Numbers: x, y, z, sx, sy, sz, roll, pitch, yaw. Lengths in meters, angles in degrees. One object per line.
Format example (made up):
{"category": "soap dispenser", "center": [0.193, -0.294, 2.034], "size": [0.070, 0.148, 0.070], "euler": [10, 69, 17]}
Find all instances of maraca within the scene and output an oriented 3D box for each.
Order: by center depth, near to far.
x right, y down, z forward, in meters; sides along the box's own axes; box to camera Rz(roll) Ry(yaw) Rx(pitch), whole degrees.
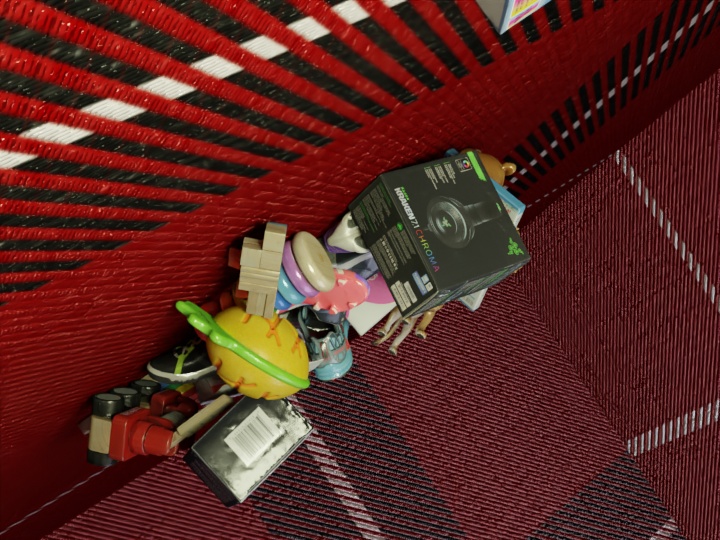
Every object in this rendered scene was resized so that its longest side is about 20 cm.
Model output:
{"category": "maraca", "center": [-0.143, 0.093, 1.431], "size": [0.108, 0.199, 0.137], "euler": [-58, -146, -1]}

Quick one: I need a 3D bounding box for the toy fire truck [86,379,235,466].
{"category": "toy fire truck", "center": [-0.272, 0.217, 1.667], "size": [0.197, 0.131, 0.176], "euler": [10, -173, 16]}

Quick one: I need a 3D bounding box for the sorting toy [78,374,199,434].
{"category": "sorting toy", "center": [-0.326, 0.213, 1.870], "size": [0.199, 0.070, 0.199], "euler": [-35, 174, 7]}

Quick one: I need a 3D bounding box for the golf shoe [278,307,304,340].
{"category": "golf shoe", "center": [-0.161, 0.104, 1.821], "size": [0.199, 0.089, 0.077], "euler": [-27, 178, -39]}

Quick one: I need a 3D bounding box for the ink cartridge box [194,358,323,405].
{"category": "ink cartridge box", "center": [-0.156, 0.149, 1.722], "size": [0.160, 0.051, 0.200], "euler": [-13, 168, -20]}

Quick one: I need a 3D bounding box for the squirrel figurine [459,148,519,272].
{"category": "squirrel figurine", "center": [0.191, -0.088, 1.759], "size": [0.140, 0.202, 0.187], "euler": [-21, 157, -18]}

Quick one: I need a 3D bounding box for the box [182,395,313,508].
{"category": "box", "center": [-0.164, 0.249, 1.655], "size": [0.148, 0.104, 0.200], "euler": [-43, 178, -17]}

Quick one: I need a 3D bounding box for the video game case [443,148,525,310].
{"category": "video game case", "center": [0.150, -0.057, 1.685], "size": [0.018, 0.143, 0.202], "euler": [-27, 149, -41]}

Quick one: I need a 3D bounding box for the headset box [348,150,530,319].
{"category": "headset box", "center": [0.113, -0.052, 1.559], "size": [0.198, 0.176, 0.093], "euler": [-16, 165, -39]}

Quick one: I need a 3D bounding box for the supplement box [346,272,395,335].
{"category": "supplement box", "center": [0.010, 0.020, 1.848], "size": [0.103, 0.102, 0.200], "euler": [-39, -176, 8]}

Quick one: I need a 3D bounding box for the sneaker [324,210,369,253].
{"category": "sneaker", "center": [0.026, -0.074, 1.632], "size": [0.198, 0.082, 0.083], "euler": [-19, -178, -40]}

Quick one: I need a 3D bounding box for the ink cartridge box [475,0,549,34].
{"category": "ink cartridge box", "center": [0.162, -0.265, 0.796], "size": [0.199, 0.077, 0.136], "euler": [-36, 174, -1]}

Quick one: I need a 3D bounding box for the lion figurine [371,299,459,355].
{"category": "lion figurine", "center": [0.089, 0.055, 1.832], "size": [0.199, 0.072, 0.123], "euler": [-24, -147, 57]}

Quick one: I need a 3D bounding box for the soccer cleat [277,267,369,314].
{"category": "soccer cleat", "center": [-0.066, 0.019, 1.589], "size": [0.198, 0.067, 0.077], "euler": [-9, -150, 36]}

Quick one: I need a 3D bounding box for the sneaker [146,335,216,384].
{"category": "sneaker", "center": [-0.218, 0.103, 1.683], "size": [0.197, 0.084, 0.072], "euler": [-13, -158, -13]}

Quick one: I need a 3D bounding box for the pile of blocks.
{"category": "pile of blocks", "center": [-0.122, -0.015, 1.344], "size": [0.061, 0.083, 0.201], "euler": [10, 155, -4]}

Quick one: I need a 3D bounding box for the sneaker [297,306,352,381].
{"category": "sneaker", "center": [-0.057, 0.074, 1.782], "size": [0.078, 0.096, 0.201], "euler": [-19, -144, -1]}

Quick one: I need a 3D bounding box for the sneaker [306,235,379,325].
{"category": "sneaker", "center": [-0.001, -0.001, 1.712], "size": [0.200, 0.077, 0.147], "euler": [-17, 142, -30]}

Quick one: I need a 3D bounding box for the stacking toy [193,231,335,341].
{"category": "stacking toy", "center": [-0.133, 0.032, 1.512], "size": [0.198, 0.086, 0.085], "euler": [-30, 175, 16]}
